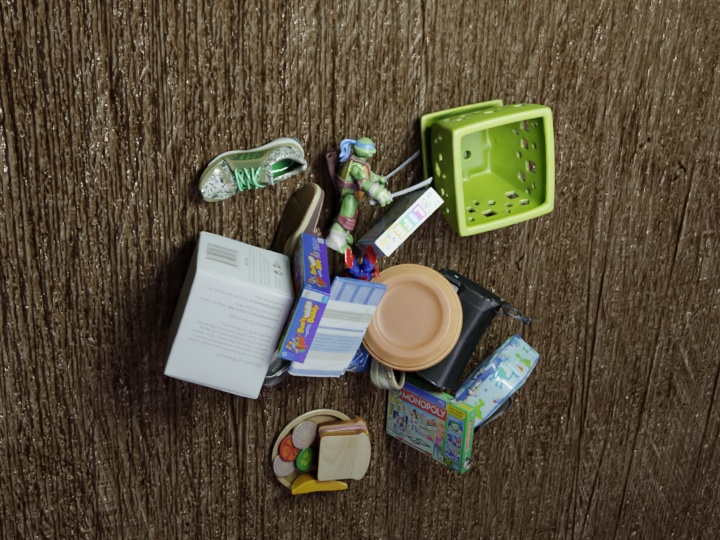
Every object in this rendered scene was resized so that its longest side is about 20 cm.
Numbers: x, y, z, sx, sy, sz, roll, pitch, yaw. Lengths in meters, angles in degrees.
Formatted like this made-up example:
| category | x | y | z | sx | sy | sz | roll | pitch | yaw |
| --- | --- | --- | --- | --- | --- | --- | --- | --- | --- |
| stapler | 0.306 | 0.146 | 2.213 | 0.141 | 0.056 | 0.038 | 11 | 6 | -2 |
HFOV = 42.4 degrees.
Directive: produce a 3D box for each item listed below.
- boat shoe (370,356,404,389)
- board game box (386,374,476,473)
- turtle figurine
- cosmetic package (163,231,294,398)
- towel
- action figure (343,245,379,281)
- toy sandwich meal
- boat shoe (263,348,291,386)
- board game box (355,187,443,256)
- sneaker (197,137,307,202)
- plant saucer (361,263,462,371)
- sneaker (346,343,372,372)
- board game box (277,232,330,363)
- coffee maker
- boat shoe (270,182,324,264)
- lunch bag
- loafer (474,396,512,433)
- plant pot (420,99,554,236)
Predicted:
| category | x | y | z | sx | sy | sz | roll | pitch | yaw |
| --- | --- | --- | --- | --- | --- | --- | --- | --- | --- |
| boat shoe | 0.060 | 0.126 | 1.762 | 0.072 | 0.065 | 0.202 | 7 | 85 | -48 |
| board game box | 0.135 | 0.295 | 1.822 | 0.029 | 0.199 | 0.136 | -18 | 119 | -43 |
| turtle figurine | 0.023 | -0.123 | 1.629 | 0.199 | 0.144 | 0.195 | 9 | 116 | -35 |
| cosmetic package | -0.222 | 0.072 | 1.557 | 0.165 | 0.168 | 0.201 | 16 | 112 | -14 |
| towel | -0.041 | 0.102 | 1.637 | 0.146 | 0.024 | 0.201 | 8 | 114 | -50 |
| action figure | 0.000 | 0.000 | 1.661 | 0.065 | 0.200 | 0.052 | -13 | 81 | -1 |
| toy sandwich meal | -0.075 | 0.365 | 1.827 | 0.204 | 0.070 | 0.207 | -9 | 114 | -21 |
| boat shoe | -0.113 | 0.125 | 1.661 | 0.067 | 0.057 | 0.200 | 38 | 74 | 5 |
| board game box | 0.064 | -0.082 | 1.631 | 0.134 | 0.200 | 0.034 | -44 | 98 | -6 |
| sneaker | -0.177 | -0.165 | 1.556 | 0.199 | 0.089 | 0.077 | -25 | 119 | -13 |
| plant saucer | 0.089 | 0.084 | 1.711 | 0.198 | 0.037 | 0.202 | -1 | 80 | 4 |
| sneaker | -0.034 | 0.164 | 1.761 | 0.199 | 0.077 | 0.076 | 11 | 104 | -29 |
| board game box | -0.096 | 0.042 | 1.543 | 0.044 | 0.200 | 0.135 | 17 | 114 | -13 |
| coffee maker | 0.185 | 0.125 | 1.778 | 0.134 | 0.192 | 0.201 | 15 | 106 | -45 |
| boat shoe | -0.102 | -0.060 | 1.648 | 0.072 | 0.072 | 0.201 | 12 | 109 | -35 |
| lunch bag | 0.263 | 0.220 | 1.841 | 0.082 | 0.200 | 0.161 | 44 | 121 | 7 |
| loafer | 0.242 | 0.310 | 1.946 | 0.199 | 0.071 | 0.073 | -27 | 119 | -12 |
| plant pot | 0.216 | -0.198 | 1.666 | 0.198 | 0.181 | 0.201 | -15 | 116 | -18 |
